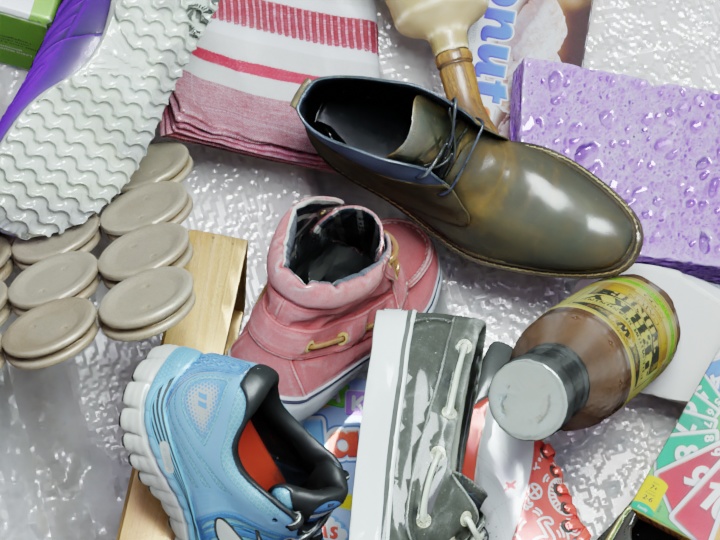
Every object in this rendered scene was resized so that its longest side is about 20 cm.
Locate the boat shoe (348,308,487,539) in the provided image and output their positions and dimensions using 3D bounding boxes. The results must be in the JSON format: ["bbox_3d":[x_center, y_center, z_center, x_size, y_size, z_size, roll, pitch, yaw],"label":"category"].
[{"bbox_3d":[0.030,0.117,1.112,0.063,0.071,0.201,4,76,7],"label":"boat shoe"}]

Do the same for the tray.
[{"bbox_3d":[-0.096,0.090,1.187,0.037,0.099,0.201,12,69,0],"label":"tray"}]

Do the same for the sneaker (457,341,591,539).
[{"bbox_3d":[0.100,0.141,1.164,0.107,0.067,0.202,7,74,6],"label":"sneaker"}]

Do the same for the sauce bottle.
[{"bbox_3d":[0.114,0.047,1.150,0.064,0.200,0.065,4,102,19],"label":"sauce bottle"}]

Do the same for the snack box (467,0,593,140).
[{"bbox_3d":[0.092,-0.108,1.323,0.072,0.024,0.201,11,69,-1],"label":"snack box"}]

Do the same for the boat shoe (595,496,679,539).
[{"bbox_3d":[0.156,0.161,1.211,0.072,0.061,0.201,35,70,6],"label":"boat shoe"}]

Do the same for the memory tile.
[{"bbox_3d":[-0.158,-0.002,1.175,0.153,0.017,0.200,-18,29,5],"label":"memory tile"}]

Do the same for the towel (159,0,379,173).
[{"bbox_3d":[-0.050,-0.156,1.297,0.144,0.023,0.201,10,65,-30],"label":"towel"}]

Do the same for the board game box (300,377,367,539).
[{"bbox_3d":[-0.008,0.157,1.206,0.150,0.037,0.201,8,68,-4],"label":"board game box"}]

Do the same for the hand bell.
[{"bbox_3d":[0.053,-0.112,1.275,0.104,0.104,0.201,-10,75,-10],"label":"hand bell"}]

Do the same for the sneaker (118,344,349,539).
[{"bbox_3d":[-0.044,0.127,1.102,0.090,0.201,0.078,-4,32,33],"label":"sneaker"}]

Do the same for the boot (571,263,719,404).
[{"bbox_3d":[0.219,0.050,1.262,0.199,0.090,0.073,20,93,28],"label":"boot"}]

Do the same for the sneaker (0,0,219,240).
[{"bbox_3d":[-0.145,-0.107,1.220,0.069,0.099,0.201,36,84,-26],"label":"sneaker"}]

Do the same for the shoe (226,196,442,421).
[{"bbox_3d":[0.000,0.000,1.190,0.071,0.091,0.200,31,34,13],"label":"shoe"}]

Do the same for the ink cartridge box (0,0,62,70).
[{"bbox_3d":[-0.252,-0.215,1.297,0.199,0.076,0.148,15,69,0],"label":"ink cartridge box"}]

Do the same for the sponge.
[{"bbox_3d":[0.182,-0.052,1.295,0.199,0.030,0.112,8,69,-13],"label":"sponge"}]

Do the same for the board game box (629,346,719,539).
[{"bbox_3d":[0.231,0.061,1.178,0.095,0.030,0.200,27,79,29],"label":"board game box"}]

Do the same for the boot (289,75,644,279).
[{"bbox_3d":[0.051,-0.049,1.194,0.199,0.097,0.075,23,91,16],"label":"boot"}]
